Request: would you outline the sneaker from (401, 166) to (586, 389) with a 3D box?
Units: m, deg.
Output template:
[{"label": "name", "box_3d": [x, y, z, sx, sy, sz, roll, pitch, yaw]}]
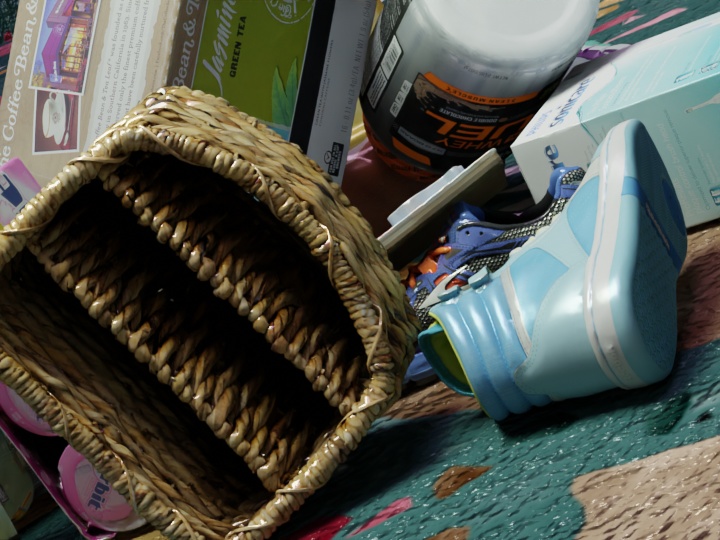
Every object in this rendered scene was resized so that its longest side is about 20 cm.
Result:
[{"label": "sneaker", "box_3d": [0.056, 0.002, 1.293, 0.200, 0.079, 0.075, -24, 14, 3]}]

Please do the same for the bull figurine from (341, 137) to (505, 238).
[{"label": "bull figurine", "box_3d": [0.001, -0.065, 1.585, 0.200, 0.122, 0.065, -25, -13, -25]}]

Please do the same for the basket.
[{"label": "basket", "box_3d": [-0.076, 0.020, 1.166, 0.143, 0.200, 0.149, -42, 4, 27]}]

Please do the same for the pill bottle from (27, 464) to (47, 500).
[{"label": "pill bottle", "box_3d": [-0.179, 0.063, 1.414, 0.200, 0.109, 0.109, -32, 16, -27]}]

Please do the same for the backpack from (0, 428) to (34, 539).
[{"label": "backpack", "box_3d": [-0.286, 0.101, 1.263, 0.175, 0.200, 0.153, -17, 19, 30]}]

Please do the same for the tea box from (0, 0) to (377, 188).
[{"label": "tea box", "box_3d": [-0.106, -0.120, 1.445, 0.133, 0.201, 0.197, 10, 0, 36]}]

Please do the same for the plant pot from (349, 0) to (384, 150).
[{"label": "plant pot", "box_3d": [-0.040, -0.135, 1.718, 0.200, 0.189, 0.201, -24, 15, 7]}]

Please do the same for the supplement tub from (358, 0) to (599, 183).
[{"label": "supplement tub", "box_3d": [0.068, -0.139, 1.486, 0.122, 0.123, 0.200, -31, -13, -22]}]

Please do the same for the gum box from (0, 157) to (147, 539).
[{"label": "gum box", "box_3d": [-0.166, 0.046, 1.285, 0.066, 0.200, 0.114, -34, 9, 12]}]

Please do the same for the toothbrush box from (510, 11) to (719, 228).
[{"label": "toothbrush box", "box_3d": [0.206, -0.092, 1.358, 0.200, 0.085, 0.146, -18, 16, 26]}]

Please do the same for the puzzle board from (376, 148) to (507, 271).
[{"label": "puzzle board", "box_3d": [0.000, 0.000, 1.339, 0.200, 0.017, 0.151, -38, -5, 2]}]

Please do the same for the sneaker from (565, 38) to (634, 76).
[{"label": "sneaker", "box_3d": [0.131, -0.118, 1.610, 0.087, 0.075, 0.200, -35, 17, -17]}]

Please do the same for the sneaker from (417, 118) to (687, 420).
[{"label": "sneaker", "box_3d": [0.095, -0.001, 1.198, 0.130, 0.080, 0.200, -20, 25, 23]}]
